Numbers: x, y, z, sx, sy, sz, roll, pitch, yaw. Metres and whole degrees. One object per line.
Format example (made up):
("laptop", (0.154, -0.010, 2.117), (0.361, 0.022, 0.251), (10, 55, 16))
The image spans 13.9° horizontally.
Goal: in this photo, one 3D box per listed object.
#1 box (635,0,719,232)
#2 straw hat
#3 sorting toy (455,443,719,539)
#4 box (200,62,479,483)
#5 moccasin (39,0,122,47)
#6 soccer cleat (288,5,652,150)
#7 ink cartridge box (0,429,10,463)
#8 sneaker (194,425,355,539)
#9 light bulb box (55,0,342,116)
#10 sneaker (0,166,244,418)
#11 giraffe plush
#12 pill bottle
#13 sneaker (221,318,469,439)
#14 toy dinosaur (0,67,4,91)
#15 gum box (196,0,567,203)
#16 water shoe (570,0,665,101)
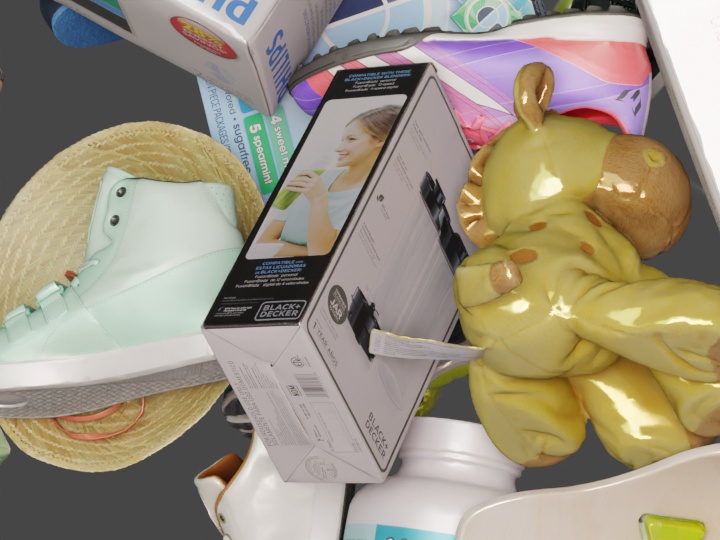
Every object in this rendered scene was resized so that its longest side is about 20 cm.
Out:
("box", (0.263, -0.089, 1.503), (0.199, 0.131, 0.200), (-20, 92, 7))
("straw hat", (-0.117, 0.025, 1.653), (0.201, 0.085, 0.201), (-9, 68, 24))
("sorting toy", (0.135, 0.186, 1.495), (0.180, 0.107, 0.200), (6, 77, -8))
("box", (0.000, 0.000, 1.522), (0.060, 0.117, 0.200), (-2, 43, 30))
("moccasin", (-0.103, -0.203, 1.719), (0.200, 0.080, 0.068), (-32, 65, -7))
("soccer cleat", (0.058, -0.094, 1.595), (0.200, 0.068, 0.073), (-7, 81, 12))
("ink cartridge box", (-0.243, 0.139, 1.651), (0.146, 0.048, 0.200), (-48, 65, 42))
("sneaker", (-0.049, 0.146, 1.592), (0.085, 0.073, 0.200), (7, 100, 4))
("light bulb box", (-0.086, -0.226, 1.615), (0.198, 0.125, 0.200), (29, 77, 12))
("sneaker", (-0.149, 0.010, 1.579), (0.200, 0.074, 0.118), (-11, 73, 14))
("giraffe plush", (0.111, -0.007, 1.511), (0.200, 0.173, 0.162), (18, 54, -12))
("pill bottle", (0.040, 0.181, 1.558), (0.111, 0.111, 0.200), (6, 79, 18))
("sneaker", (0.013, 0.033, 1.632), (0.200, 0.078, 0.080), (-28, 52, 5))
("toy dinosaur", (-0.313, -0.065, 1.743), (0.135, 0.086, 0.200), (35, 95, 14))
("gum box", (0.011, -0.106, 1.668), (0.200, 0.045, 0.170), (-19, 73, 13))
("water shoe", (0.160, -0.184, 1.621), (0.071, 0.079, 0.200), (22, 85, 21))
